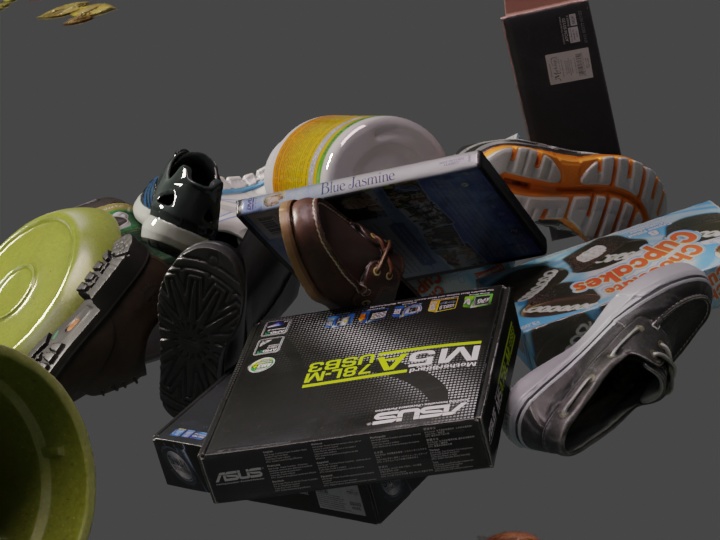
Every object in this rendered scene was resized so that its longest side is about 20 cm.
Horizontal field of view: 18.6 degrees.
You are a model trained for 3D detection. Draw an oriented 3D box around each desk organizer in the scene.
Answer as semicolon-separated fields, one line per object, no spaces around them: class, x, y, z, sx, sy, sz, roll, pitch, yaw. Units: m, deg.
desk organizer;0.171;-0.135;1.815;0.072;0.200;0.077;-12;23;7

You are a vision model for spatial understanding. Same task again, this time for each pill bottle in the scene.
pill bottle;-0.011;-0.074;1.827;0.111;0.111;0.200;-23;12;-18

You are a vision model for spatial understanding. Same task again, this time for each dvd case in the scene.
dvd case;0.025;-0.033;1.667;0.200;0.143;0.018;-11;59;22

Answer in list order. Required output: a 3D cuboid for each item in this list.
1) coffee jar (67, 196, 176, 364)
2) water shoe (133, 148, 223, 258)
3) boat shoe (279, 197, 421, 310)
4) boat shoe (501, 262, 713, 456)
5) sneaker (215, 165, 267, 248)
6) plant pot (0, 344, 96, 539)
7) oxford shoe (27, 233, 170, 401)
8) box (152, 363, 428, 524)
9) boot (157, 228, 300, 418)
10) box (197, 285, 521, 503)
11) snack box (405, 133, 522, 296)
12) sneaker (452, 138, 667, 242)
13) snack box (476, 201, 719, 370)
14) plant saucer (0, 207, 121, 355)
coffee jar;-0.204;0.005;1.862;0.104;0.085;0.200;-22;27;-18
water shoe;-0.138;-0.058;1.796;0.071;0.079;0.200;25;6;-12
boat shoe;0.000;0.000;1.640;0.070;0.200;0.070;-12;62;16
boat shoe;0.190;0.071;1.550;0.200;0.072;0.071;-39;42;-23
sneaker;-0.086;-0.043;1.940;0.200;0.075;0.087;-14;60;-20
plant pot;-0.320;0.152;1.533;0.184;0.200;0.200;-5;24;46
oxford shoe;-0.209;0.075;1.702;0.200;0.084;0.073;-50;22;3
box;-0.025;0.110;1.597;0.200;0.044;0.160;7;33;38
boot;-0.092;0.004;1.729;0.066;0.165;0.200;24;36;10
box;0.004;0.084;1.530;0.200;0.048;0.193;-8;23;15
snack box;0.079;-0.037;1.817;0.116;0.037;0.200;-25;21;22
sneaker;0.159;-0.067;1.744;0.200;0.078;0.077;16;5;-31
snack box;0.201;0.010;1.670;0.200;0.037;0.116;-19;24;-9
plant saucer;-0.278;0.024;1.810;0.200;0.031;0.200;-32;36;27
